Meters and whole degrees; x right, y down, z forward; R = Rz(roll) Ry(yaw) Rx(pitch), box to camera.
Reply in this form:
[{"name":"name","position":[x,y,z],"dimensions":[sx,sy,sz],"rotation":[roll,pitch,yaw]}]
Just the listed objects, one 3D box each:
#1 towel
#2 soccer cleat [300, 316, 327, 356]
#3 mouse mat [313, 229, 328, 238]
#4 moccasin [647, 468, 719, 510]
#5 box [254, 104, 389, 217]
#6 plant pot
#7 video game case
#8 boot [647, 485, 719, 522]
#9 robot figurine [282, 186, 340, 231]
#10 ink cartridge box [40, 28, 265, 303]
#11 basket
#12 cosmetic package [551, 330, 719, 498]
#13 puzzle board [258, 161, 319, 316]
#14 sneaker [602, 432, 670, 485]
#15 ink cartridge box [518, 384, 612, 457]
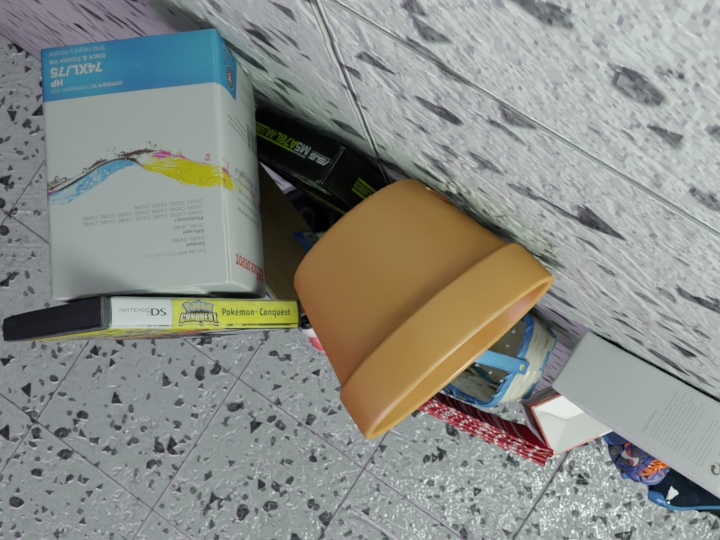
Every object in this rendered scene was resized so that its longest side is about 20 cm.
[{"name":"towel","position":[0.124,0.169,1.094],"dimensions":[0.199,0.023,0.145],"rotation":[25,-179,-4]},{"name":"soccer cleat","position":[0.030,0.040,1.031],"dimensions":[0.073,0.199,0.068],"rotation":[55,-161,-30]},{"name":"mouse mat","position":[-0.009,-0.016,1.091],"dimensions":[0.160,0.008,0.199],"rotation":[-7,162,42]},{"name":"moccasin","position":[0.451,0.268,1.194],"dimensions":[0.199,0.069,0.080],"rotation":[5,-175,-43]},{"name":"box","position":[-0.028,-0.089,0.928],"dimensions":[0.200,0.048,0.193],"rotation":[32,176,44]},{"name":"plant pot","position":[0.039,0.021,0.756],"dimensions":[0.140,0.200,0.200],"rotation":[50,-179,12]},{"name":"video game case","position":[-0.180,0.043,0.786],"dimensions":[0.180,0.026,0.199],"rotation":[2,172,-41]},{"name":"boot","position":[0.541,0.326,1.319],"dimensions":[0.164,0.066,0.199],"rotation":[1,-176,-41]},{"name":"robot figurine","position":[-0.069,-0.057,1.242],"dimensions":[0.150,0.125,0.200],"rotation":[37,176,-14]},{"name":"ink cartridge box","position":[-0.167,-0.073,0.771],"dimensions":[0.145,0.202,0.147],"rotation":[-5,173,4]},{"name":"basket","position":[0.128,0.082,1.098],"dimensions":[0.199,0.140,0.176],"rotation":[25,-176,-43]},{"name":"cosmetic package","position":[0.299,0.146,0.906],"dimensions":[0.200,0.072,0.101],"rotation":[31,177,43]},{"name":"puzzle board","position":[-0.095,-0.042,0.908],"dimensions":[0.200,0.017,0.151],"rotation":[52,-157,9]},{"name":"sneaker","position":[0.351,0.216,1.102],"dimensions":[0.200,0.075,0.079],"rotation":[100,158,-81]},{"name":"ink cartridge box","position":[0.269,0.176,1.172],"dimensions":[0.200,0.116,0.068],"rotation":[61,-175,-83]}]
